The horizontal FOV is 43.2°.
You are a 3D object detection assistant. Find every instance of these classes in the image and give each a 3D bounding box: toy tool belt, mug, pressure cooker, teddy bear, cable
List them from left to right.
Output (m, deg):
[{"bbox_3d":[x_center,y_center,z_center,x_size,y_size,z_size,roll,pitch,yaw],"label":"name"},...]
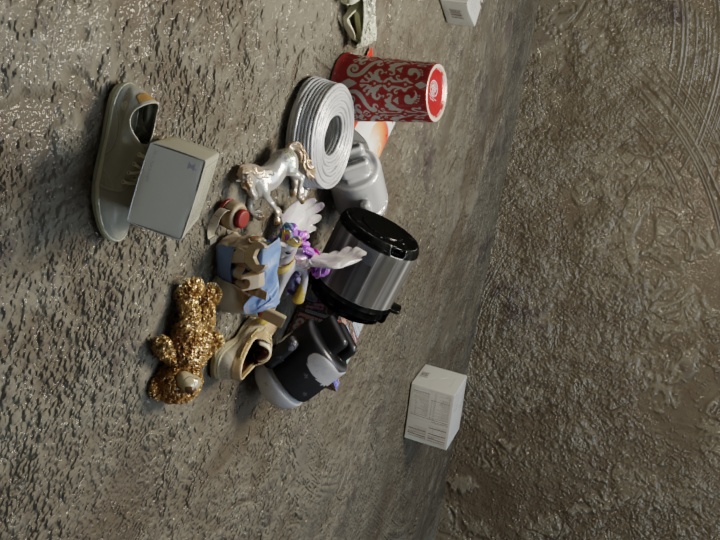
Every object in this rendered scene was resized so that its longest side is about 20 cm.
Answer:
[{"bbox_3d":[-0.259,0.109,1.395,0.145,0.066,0.202,60,46,-61],"label":"teddy bear"},{"bbox_3d":[-0.168,-0.009,1.467,0.125,0.122,0.203,-38,139,-48],"label":"toy tool belt"},{"bbox_3d":[-0.073,-0.250,1.670,0.201,0.068,0.202,71,38,-58],"label":"cable"},{"bbox_3d":[-0.001,0.000,1.754,0.177,0.176,0.202,9,115,-43],"label":"pressure cooker"},{"bbox_3d":[0.067,-0.356,1.767,0.177,0.197,0.135,-39,131,-54],"label":"mug"}]

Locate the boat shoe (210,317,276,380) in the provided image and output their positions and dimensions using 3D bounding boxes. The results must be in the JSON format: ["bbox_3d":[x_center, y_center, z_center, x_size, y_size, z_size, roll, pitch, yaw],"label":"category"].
[{"bbox_3d":[-0.190,0.139,1.610,0.200,0.068,0.075,-48,147,-54],"label":"boat shoe"}]

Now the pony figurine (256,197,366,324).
[{"bbox_3d":[-0.110,-0.019,1.622,0.192,0.166,0.201,-28,152,-48],"label":"pony figurine"}]

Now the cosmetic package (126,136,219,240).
[{"bbox_3d":[-0.235,-0.110,1.165,0.200,0.072,0.105,-114,-137,-80],"label":"cosmetic package"}]

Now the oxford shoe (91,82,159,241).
[{"bbox_3d":[-0.293,-0.132,1.143,0.075,0.057,0.203,-24,127,-70],"label":"oxford shoe"}]

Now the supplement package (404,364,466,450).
[{"bbox_3d":[0.244,0.441,2.946,0.152,0.149,0.203,-39,139,-61],"label":"supplement package"}]

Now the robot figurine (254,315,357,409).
[{"bbox_3d":[-0.106,0.171,1.706,0.151,0.199,0.125,50,11,-19],"label":"robot figurine"}]

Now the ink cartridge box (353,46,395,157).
[{"bbox_3d":[0.026,-0.342,1.924,0.201,0.049,0.164,80,30,-57],"label":"ink cartridge box"}]

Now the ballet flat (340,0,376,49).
[{"bbox_3d":[-0.006,-0.497,1.701,0.201,0.071,0.072,79,31,-51],"label":"ballet flat"}]

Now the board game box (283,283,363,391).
[{"bbox_3d":[-0.070,0.119,1.898,0.160,0.095,0.202,73,35,-56],"label":"board game box"}]

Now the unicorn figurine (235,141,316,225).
[{"bbox_3d":[-0.151,-0.146,1.524,0.139,0.073,0.201,75,33,-41],"label":"unicorn figurine"}]

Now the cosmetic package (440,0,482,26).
[{"bbox_3d":[0.272,-0.736,2.299,0.113,0.080,0.203,44,63,-67],"label":"cosmetic package"}]

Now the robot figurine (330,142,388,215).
[{"bbox_3d":[-0.005,-0.170,1.857,0.201,0.111,0.171,73,2,-55],"label":"robot figurine"}]
